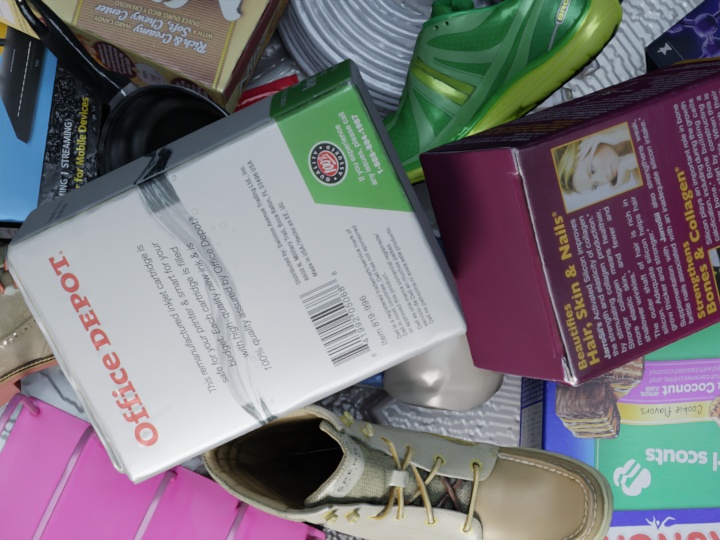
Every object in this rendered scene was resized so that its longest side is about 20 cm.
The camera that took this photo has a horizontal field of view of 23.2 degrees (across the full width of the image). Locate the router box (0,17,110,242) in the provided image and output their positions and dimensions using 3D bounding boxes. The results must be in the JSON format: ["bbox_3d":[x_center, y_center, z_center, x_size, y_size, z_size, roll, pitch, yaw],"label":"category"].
[{"bbox_3d":[-0.224,-0.119,1.061,0.148,0.051,0.202,2,74,-3],"label":"router box"}]

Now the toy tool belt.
[{"bbox_3d":[0.000,0.000,1.028,0.198,0.125,0.124,10,104,-2],"label":"toy tool belt"}]

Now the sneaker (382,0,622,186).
[{"bbox_3d":[0.059,-0.114,1.020,0.199,0.074,0.084,-37,88,20],"label":"sneaker"}]

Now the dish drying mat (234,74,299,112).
[{"bbox_3d":[-0.117,-0.053,1.086,0.199,0.018,0.077,-23,83,-9],"label":"dish drying mat"}]

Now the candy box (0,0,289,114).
[{"bbox_3d":[-0.143,-0.182,1.028,0.199,0.055,0.116,25,75,4],"label":"candy box"}]

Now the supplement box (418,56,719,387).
[{"bbox_3d":[0.152,-0.033,0.972,0.199,0.103,0.132,-19,101,-26],"label":"supplement box"}]

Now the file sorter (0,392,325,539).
[{"bbox_3d":[-0.133,0.171,0.992,0.199,0.125,0.140,25,79,-1],"label":"file sorter"}]

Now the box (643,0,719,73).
[{"bbox_3d":[0.289,-0.094,1.074,0.141,0.079,0.201,-39,76,4],"label":"box"}]

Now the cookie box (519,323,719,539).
[{"bbox_3d":[0.184,0.120,1.056,0.169,0.075,0.202,3,80,-5],"label":"cookie box"}]

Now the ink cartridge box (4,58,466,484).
[{"bbox_3d":[-0.063,0.000,0.920,0.199,0.083,0.148,-24,105,5],"label":"ink cartridge box"}]

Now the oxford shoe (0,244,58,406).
[{"bbox_3d":[-0.193,0.016,0.992,0.200,0.075,0.071,-39,46,20],"label":"oxford shoe"}]

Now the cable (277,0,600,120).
[{"bbox_3d":[0.042,-0.187,1.098,0.198,0.069,0.202,-15,82,-8],"label":"cable"}]

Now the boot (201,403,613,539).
[{"bbox_3d":[0.027,0.118,0.967,0.198,0.155,0.073,4,77,25],"label":"boot"}]

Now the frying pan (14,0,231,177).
[{"bbox_3d":[-0.128,-0.071,0.998,0.189,0.116,0.031,33,36,17],"label":"frying pan"}]

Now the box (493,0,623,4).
[{"bbox_3d":[0.101,-0.265,1.061,0.197,0.050,0.201,30,75,0],"label":"box"}]
